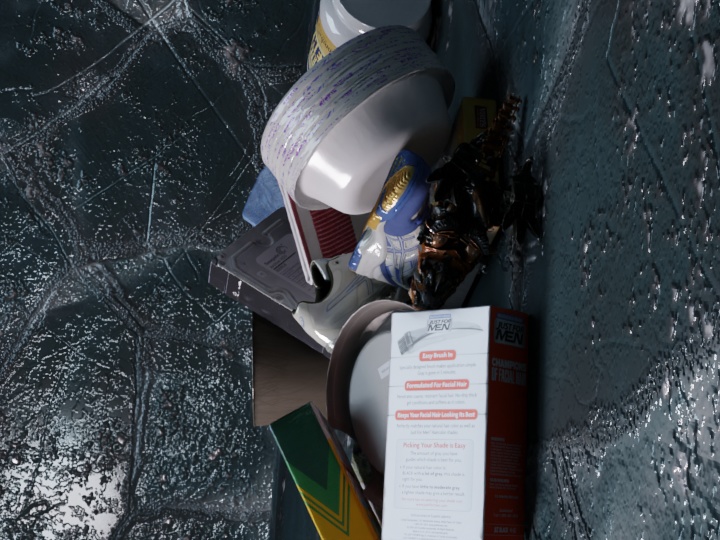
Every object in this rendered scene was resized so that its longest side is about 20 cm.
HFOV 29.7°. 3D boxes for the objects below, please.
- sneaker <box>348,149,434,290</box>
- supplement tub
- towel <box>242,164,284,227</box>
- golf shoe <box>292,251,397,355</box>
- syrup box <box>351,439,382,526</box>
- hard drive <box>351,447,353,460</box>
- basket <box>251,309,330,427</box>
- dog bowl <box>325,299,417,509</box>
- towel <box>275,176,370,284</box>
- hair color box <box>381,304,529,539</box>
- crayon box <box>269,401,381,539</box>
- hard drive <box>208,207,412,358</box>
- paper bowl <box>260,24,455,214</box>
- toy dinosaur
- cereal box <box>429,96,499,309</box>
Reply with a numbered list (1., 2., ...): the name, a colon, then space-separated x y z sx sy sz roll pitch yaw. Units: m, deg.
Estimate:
1. sneaker: 0.052 -0.044 1.296 0.200 0.088 0.076 114 -179 -66
2. supplement tub: 0.012 -0.300 1.729 0.200 0.143 0.145 111 162 -63
3. towel: -0.070 -0.045 1.725 0.200 0.048 0.112 51 138 22
4. golf shoe: 0.000 0.000 1.423 0.200 0.097 0.078 -60 3 -40
5. syrup box: 0.044 0.194 1.409 0.078 0.081 0.202 12 99 43
6. hard drive: 0.021 0.210 1.793 0.140 0.038 0.201 -108 22 -68
7. basket: -0.025 0.109 1.559 0.180 0.198 0.137 114 156 -79
8. dog bowl: 0.049 0.126 1.292 0.199 0.058 0.202 2 93 50
9. towel: -0.001 -0.085 1.480 0.023 0.199 0.145 1 111 52
10. hair color box: 0.081 0.135 1.154 0.110 0.064 0.202 -6 78 41
11. crayon box: -0.016 0.239 1.325 0.201 0.051 0.126 62 179 21
12. hard drive: -0.050 0.015 1.512 0.140 0.199 0.038 -40 -28 -43
13. paper bowl: 0.009 -0.134 1.337 0.105 0.200 0.201 52 156 17
14. toy dinosaur: 0.092 -0.063 1.198 0.136 0.101 0.202 141 132 -77
15. cereal box: 0.099 -0.059 1.373 0.200 0.039 0.145 109 163 -60
